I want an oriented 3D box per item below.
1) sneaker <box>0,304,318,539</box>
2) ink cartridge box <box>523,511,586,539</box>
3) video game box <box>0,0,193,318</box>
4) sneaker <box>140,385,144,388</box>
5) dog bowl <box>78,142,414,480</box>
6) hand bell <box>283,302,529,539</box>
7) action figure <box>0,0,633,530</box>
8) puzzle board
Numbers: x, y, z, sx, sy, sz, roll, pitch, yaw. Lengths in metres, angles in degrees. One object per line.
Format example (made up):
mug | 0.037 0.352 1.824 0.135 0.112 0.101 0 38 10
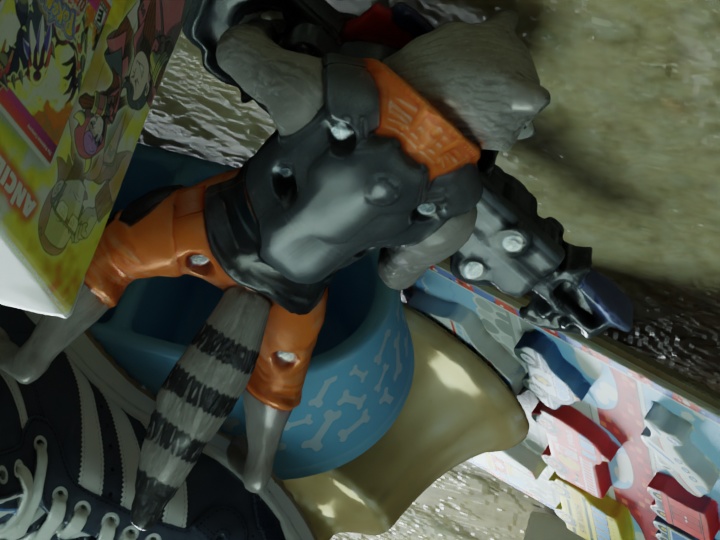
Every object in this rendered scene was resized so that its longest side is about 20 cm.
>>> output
sneaker | -0.101 0.082 0.938 0.200 0.109 0.070 44 124 -13
ink cartridge box | 0.160 0.221 1.252 0.199 0.147 0.147 11 155 14
video game box | -0.091 -0.115 0.666 0.047 0.183 0.200 7 153 22
sneaker | -0.071 0.043 1.145 0.199 0.077 0.084 28 137 -28
dog bowl | -0.076 0.006 1.011 0.199 0.112 0.050 14 140 8
hand bell | -0.032 0.112 1.061 0.104 0.200 0.104 32 163 12
action figure | 0.000 0.000 0.892 0.199 0.105 0.194 33 115 -19
puzzle board | 0.086 0.067 1.084 0.150 0.017 0.200 27 160 22
